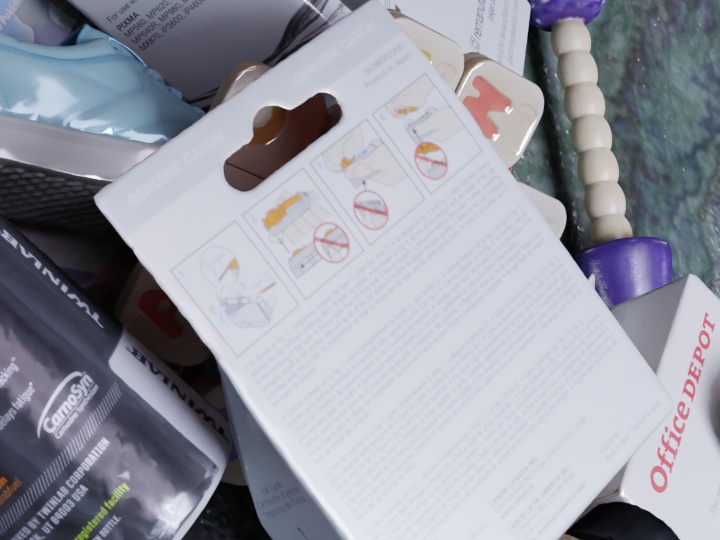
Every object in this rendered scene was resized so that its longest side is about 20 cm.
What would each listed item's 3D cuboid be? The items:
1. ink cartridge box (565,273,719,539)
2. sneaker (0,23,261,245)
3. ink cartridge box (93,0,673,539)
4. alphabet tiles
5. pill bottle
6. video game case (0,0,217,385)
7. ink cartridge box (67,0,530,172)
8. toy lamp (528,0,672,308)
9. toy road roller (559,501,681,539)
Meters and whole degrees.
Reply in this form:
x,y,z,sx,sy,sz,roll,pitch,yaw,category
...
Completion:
x,y,z,sx,sy,sz,roll,pitch,yaw,category
0.140,0.109,0.875,0.200,0.125,0.129,42,49,-20,ink cartridge box
-0.090,-0.058,0.753,0.199,0.074,0.082,13,65,-39,sneaker
0.007,0.022,0.695,0.160,0.047,0.200,-40,95,-37,ink cartridge box
0.000,0.000,0.767,0.195,0.015,0.201,22,97,-41,alphabet tiles
-0.149,0.030,0.660,0.200,0.106,0.106,44,49,-13,pill bottle
-0.109,-0.035,0.791,0.182,0.023,0.200,42,49,-19,video game case
-0.023,-0.122,0.839,0.200,0.084,0.145,39,37,-24,ink cartridge box
0.124,-0.057,0.982,0.058,0.058,0.201,6,68,-39,toy lamp
0.046,0.177,0.790,0.123,0.146,0.201,-32,131,-43,toy road roller
